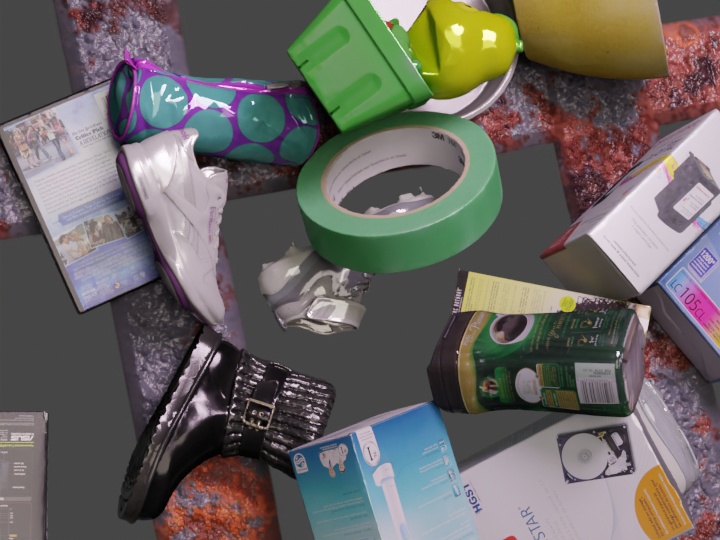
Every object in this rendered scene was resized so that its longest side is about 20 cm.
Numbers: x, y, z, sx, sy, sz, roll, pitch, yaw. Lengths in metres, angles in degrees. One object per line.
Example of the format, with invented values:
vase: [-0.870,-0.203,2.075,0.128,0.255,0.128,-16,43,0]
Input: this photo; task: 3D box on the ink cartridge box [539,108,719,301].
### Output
ink cartridge box: [0.298,-0.060,1.684,0.200,0.146,0.083,-43,93,-16]

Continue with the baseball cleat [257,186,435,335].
baseball cleat: [0.000,0.000,1.633,0.199,0.070,0.107,-26,76,-6]

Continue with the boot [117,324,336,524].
boot: [-0.126,0.172,1.574,0.157,0.079,0.212,30,76,-10]

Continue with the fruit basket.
fruit basket: [0.043,-0.215,1.563,0.215,0.215,0.156,-36,93,-16]

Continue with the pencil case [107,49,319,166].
pencil case: [-0.143,-0.156,1.595,0.198,0.085,0.093,4,124,-23]

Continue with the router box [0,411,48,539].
router box: [-0.387,0.206,1.508,0.198,0.062,0.152,2,82,-15]

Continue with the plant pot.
plant pot: [0.230,-0.283,1.686,0.141,0.200,0.202,-12,86,10]

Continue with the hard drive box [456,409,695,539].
hard drive box: [0.206,0.224,1.621,0.199,0.077,0.157,-30,91,10]

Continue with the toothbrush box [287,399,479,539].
toothbrush box: [0.032,0.241,1.550,0.146,0.085,0.202,-16,87,-53]

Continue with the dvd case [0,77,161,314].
dvd case: [-0.252,-0.076,1.603,0.142,0.018,0.202,-25,91,-16]

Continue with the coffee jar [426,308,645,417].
coffee jar: [0.167,0.088,1.563,0.198,0.104,0.086,-1,121,22]

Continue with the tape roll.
tape roll: [0.038,-0.079,1.595,0.199,0.200,0.048,-29,131,-16]

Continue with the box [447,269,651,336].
box: [0.189,0.056,1.653,0.198,0.050,0.076,10,79,10]

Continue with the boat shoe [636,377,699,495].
boat shoe: [0.282,0.146,1.698,0.071,0.070,0.202,-20,75,-46]

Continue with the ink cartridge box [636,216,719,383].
ink cartridge box: [0.407,0.001,1.744,0.200,0.076,0.137,-43,95,-17]

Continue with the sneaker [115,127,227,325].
sneaker: [-0.157,-0.041,1.560,0.099,0.075,0.202,-26,116,-15]

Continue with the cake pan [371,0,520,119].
cake pan: [0.067,-0.246,1.701,0.198,0.037,0.203,2,83,-15]
